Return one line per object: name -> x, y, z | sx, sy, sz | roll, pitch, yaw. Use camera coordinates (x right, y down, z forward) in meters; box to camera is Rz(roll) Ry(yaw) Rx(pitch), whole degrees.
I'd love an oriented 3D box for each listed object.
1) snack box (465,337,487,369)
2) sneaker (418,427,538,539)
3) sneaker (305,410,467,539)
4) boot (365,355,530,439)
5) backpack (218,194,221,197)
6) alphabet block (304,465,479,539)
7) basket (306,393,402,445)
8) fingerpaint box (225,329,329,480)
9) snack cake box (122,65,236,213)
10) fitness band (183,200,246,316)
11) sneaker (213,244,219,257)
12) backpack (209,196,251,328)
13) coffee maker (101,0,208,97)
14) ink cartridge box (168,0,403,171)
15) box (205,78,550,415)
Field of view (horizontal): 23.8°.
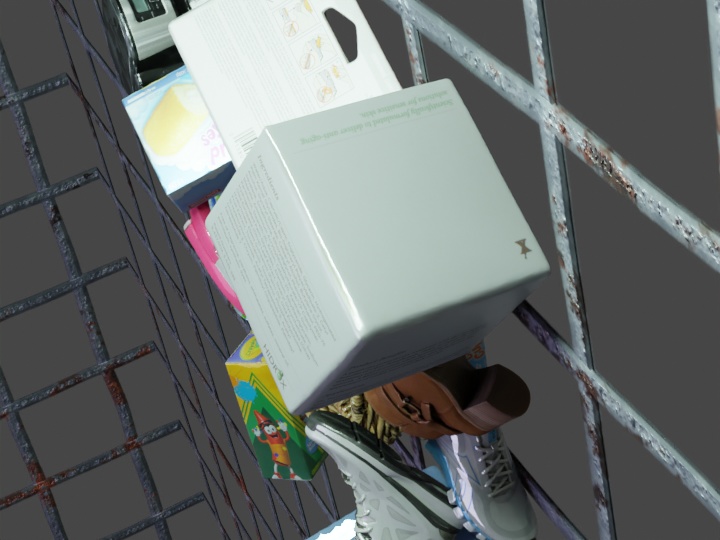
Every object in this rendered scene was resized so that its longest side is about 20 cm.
snack box -> 0.075, 0.009, 1.643 | 0.116, 0.037, 0.201 | -126, 19, -47
sneaker -> 0.118, 0.184, 1.699 | 0.201, 0.075, 0.087 | 57, 147, 14
sneaker -> 0.005, 0.236, 1.729 | 0.200, 0.116, 0.076 | 36, -173, -9
boot -> 0.049, 0.089, 1.608 | 0.199, 0.077, 0.155 | 34, 151, -20
backpack -> -0.126, -0.141, 1.976 | 0.168, 0.126, 0.200 | 76, 167, -44
alphabet block -> 0.061, 0.364, 1.849 | 0.196, 0.195, 0.200 | 61, 178, 28
basket -> -0.020, 0.091, 1.831 | 0.143, 0.149, 0.200 | 53, 177, -37
fingerpaint box -> -0.067, 0.124, 2.043 | 0.073, 0.200, 0.168 | -1, 120, 27
snack cake box -> -0.120, -0.158, 1.691 | 0.116, 0.199, 0.067 | 62, -179, 17
fitness band -> -0.099, -0.028, 1.762 | 0.201, 0.143, 0.037 | 57, 138, 12
sneaker -> -0.041, -0.008, 1.599 | 0.075, 0.198, 0.081 | 90, -168, -64
backpack -> -0.126, -0.035, 2.143 | 0.164, 0.152, 0.201 | -94, 6, -53
coffee maker -> -0.155, -0.237, 1.768 | 0.135, 0.199, 0.193 | -123, 17, -51
ink cartridge box -> -0.066, -0.189, 1.625 | 0.201, 0.175, 0.045 | 63, -173, 15
box -> 0.010, -0.020, 1.439 | 0.201, 0.198, 0.171 | 64, 148, 14
